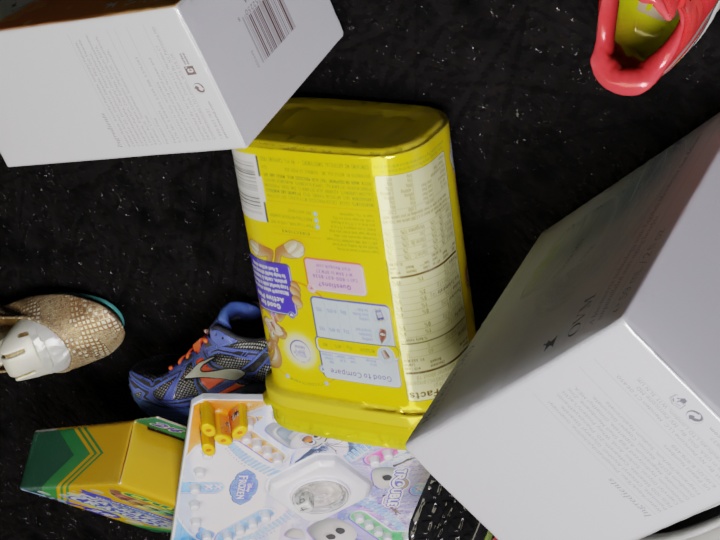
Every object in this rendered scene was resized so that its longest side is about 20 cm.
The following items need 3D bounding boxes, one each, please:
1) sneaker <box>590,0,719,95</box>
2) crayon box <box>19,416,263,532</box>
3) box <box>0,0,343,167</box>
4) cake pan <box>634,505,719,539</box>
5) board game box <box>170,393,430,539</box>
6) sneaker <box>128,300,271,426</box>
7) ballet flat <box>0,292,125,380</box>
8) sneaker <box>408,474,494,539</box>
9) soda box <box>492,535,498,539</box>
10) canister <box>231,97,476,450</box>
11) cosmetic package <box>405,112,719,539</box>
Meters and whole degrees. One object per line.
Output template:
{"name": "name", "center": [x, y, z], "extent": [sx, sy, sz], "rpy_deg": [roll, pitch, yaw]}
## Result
{"name": "sneaker", "center": [0.163, -0.165, 1.022], "extent": [0.077, 0.085, 0.201], "rpy_deg": [25, 139, 13]}
{"name": "crayon box", "center": [-0.152, 0.154, 1.516], "extent": [0.125, 0.052, 0.199], "rpy_deg": [22, 161, -30]}
{"name": "box", "center": [-0.132, -0.141, 1.233], "extent": [0.199, 0.125, 0.098], "rpy_deg": [-2, 126, 37]}
{"name": "cake pan", "center": [0.231, 0.095, 1.128], "extent": [0.037, 0.200, 0.200], "rpy_deg": [51, 139, -9]}
{"name": "board game box", "center": [-0.028, 0.158, 1.435], "extent": [0.198, 0.026, 0.201], "rpy_deg": [2, 138, -10]}
{"name": "sneaker", "center": [-0.087, 0.058, 1.443], "extent": [0.199, 0.075, 0.079], "rpy_deg": [-11, 109, 35]}
{"name": "ballet flat", "center": [-0.265, 0.058, 1.566], "extent": [0.199, 0.065, 0.071], "rpy_deg": [-6, 124, 39]}
{"name": "sneaker", "center": [0.097, 0.121, 1.365], "extent": [0.072, 0.082, 0.201], "rpy_deg": [45, 121, 26]}
{"name": "soda box", "center": [0.132, 0.148, 1.252], "extent": [0.063, 0.200, 0.070], "rpy_deg": [26, 139, 14]}
{"name": "canister", "center": [0.000, 0.000, 1.276], "extent": [0.147, 0.087, 0.202], "rpy_deg": [7, 120, 30]}
{"name": "cosmetic package", "center": [0.158, 0.038, 1.130], "extent": [0.123, 0.200, 0.200], "rpy_deg": [43, 140, -8]}
